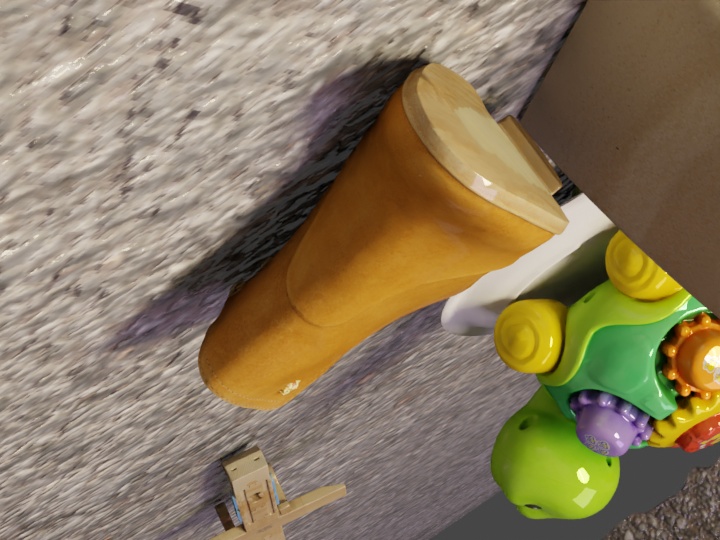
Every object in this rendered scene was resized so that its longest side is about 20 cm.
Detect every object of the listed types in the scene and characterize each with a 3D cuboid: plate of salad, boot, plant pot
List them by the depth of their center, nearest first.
[{"bbox_3d":[0.000,-0.001,0.728,0.144,0.071,0.201,-38,174,9],"label":"boot"},{"bbox_3d":[0.206,-0.065,0.768,0.199,0.177,0.200,-30,168,-16],"label":"plant pot"},{"bbox_3d":[0.127,-0.025,1.062,0.199,0.048,0.200,-23,162,-8],"label":"plate of salad"}]

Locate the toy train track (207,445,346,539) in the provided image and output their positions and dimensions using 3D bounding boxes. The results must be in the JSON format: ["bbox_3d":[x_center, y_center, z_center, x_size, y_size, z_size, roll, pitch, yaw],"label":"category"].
[{"bbox_3d":[-0.068,0.136,1.258,0.114,0.033,0.200,-24,162,-8],"label":"toy train track"}]

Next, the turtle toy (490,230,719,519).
[{"bbox_3d":[0.142,0.053,1.053,0.200,0.101,0.145,-37,160,31],"label":"turtle toy"}]
